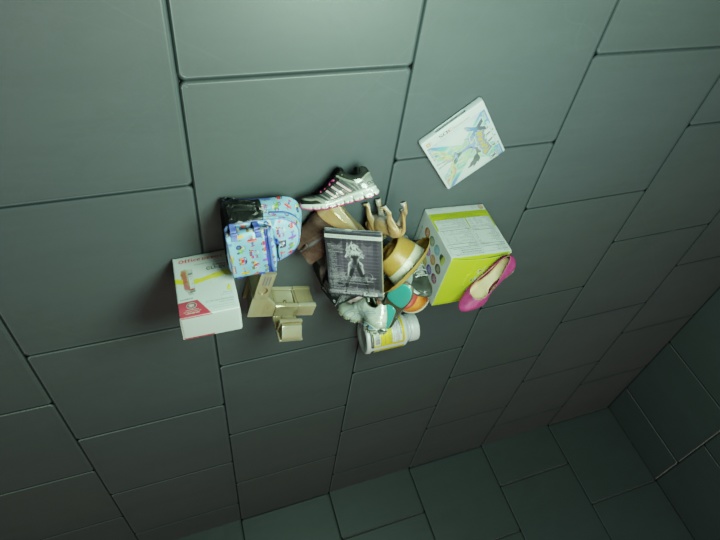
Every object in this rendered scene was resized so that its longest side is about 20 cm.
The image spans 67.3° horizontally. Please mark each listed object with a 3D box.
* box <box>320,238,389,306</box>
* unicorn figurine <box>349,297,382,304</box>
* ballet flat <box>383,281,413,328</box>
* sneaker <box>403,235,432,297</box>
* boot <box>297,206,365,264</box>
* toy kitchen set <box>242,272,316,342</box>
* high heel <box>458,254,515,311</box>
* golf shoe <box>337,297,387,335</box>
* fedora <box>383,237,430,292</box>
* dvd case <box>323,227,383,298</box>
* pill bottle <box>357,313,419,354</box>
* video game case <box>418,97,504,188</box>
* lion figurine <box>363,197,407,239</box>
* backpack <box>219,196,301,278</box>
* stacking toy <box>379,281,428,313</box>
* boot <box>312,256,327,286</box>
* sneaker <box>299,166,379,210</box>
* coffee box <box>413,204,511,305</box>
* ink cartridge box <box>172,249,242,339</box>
[{"bbox_3d":[0.000,0.000,1.528,0.198,0.079,0.142,-21,152,-42],"label":"box"},{"bbox_3d":[-0.016,0.087,1.691,0.197,0.074,0.139,-18,135,-32],"label":"unicorn figurine"},{"bbox_3d":[0.100,0.083,1.509,0.068,0.068,0.201,-47,171,-46],"label":"ballet flat"},{"bbox_3d":[0.155,-0.026,1.539,0.074,0.201,0.117,-3,132,-31],"label":"sneaker"},{"bbox_3d":[-0.068,-0.066,1.406,0.165,0.072,0.201,-37,97,19],"label":"boot"},{"bbox_3d":[-0.199,0.075,1.491,0.196,0.165,0.182,0,137,-28],"label":"toy kitchen set"},{"bbox_3d":[0.339,0.031,1.477,0.200,0.068,0.096,-44,153,0],"label":"high heel"},{"bbox_3d":[0.011,0.109,1.539,0.077,0.198,0.099,4,102,-42],"label":"golf shoe"},{"bbox_3d":[0.100,-0.035,1.433,0.082,0.201,0.201,41,115,-9],"label":"fedora"},{"bbox_3d":[-0.014,-0.016,1.378,0.145,0.016,0.203,5,127,11],"label":"dvd case"},{"bbox_3d":[0.096,0.210,1.852,0.196,0.116,0.115,-10,141,-17],"label":"pill bottle"},{"bbox_3d":[0.263,-0.319,1.387,0.181,0.022,0.200,-34,142,12],"label":"video game case"},{"bbox_3d":[0.068,-0.120,1.412,0.071,0.199,0.125,-21,111,-19],"label":"lion figurine"},{"bbox_3d":[-0.230,-0.085,1.305,0.196,0.136,0.185,-9,140,-17],"label":"backpack"},{"bbox_3d":[0.112,0.065,1.616,0.146,0.147,0.199,-46,160,27],"label":"stacking toy"},{"bbox_3d":[-0.067,-0.033,1.519,0.128,0.068,0.202,-21,144,-14],"label":"boot"},{"bbox_3d":[-0.057,-0.200,1.311,0.196,0.089,0.074,-14,-175,6],"label":"sneaker"},{"bbox_3d":[0.281,-0.047,1.575,0.196,0.200,0.202,-7,140,-20],"label":"coffee box"},{"bbox_3d":[-0.381,0.055,1.340,0.142,0.202,0.084,-11,139,-16],"label":"ink cartridge box"}]
